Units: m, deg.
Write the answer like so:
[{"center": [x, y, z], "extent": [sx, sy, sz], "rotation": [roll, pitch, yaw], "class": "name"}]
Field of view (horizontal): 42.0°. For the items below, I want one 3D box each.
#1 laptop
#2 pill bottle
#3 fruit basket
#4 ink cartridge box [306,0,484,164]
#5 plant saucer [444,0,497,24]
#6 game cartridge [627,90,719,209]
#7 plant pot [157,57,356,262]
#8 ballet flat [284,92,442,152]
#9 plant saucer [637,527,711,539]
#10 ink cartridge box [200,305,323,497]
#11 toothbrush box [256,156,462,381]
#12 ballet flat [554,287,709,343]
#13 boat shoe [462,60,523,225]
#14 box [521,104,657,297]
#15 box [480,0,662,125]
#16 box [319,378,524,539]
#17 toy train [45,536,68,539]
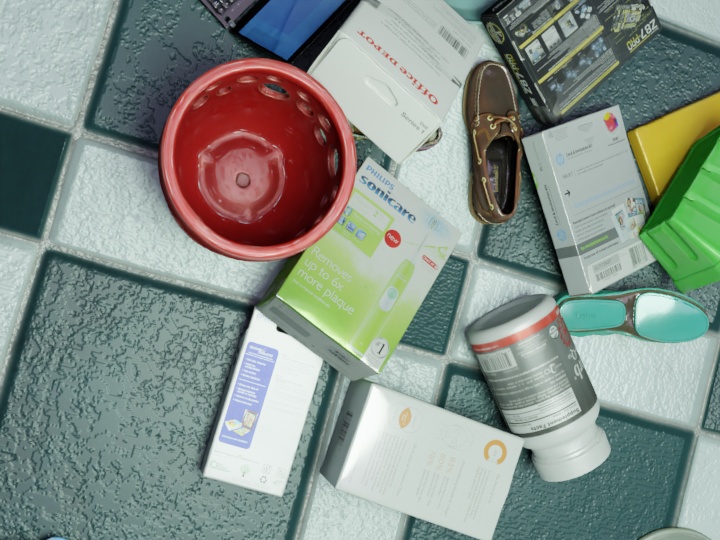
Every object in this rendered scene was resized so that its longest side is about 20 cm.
[{"center": [-0.101, -0.358, 1.053], "extent": [0.177, 0.103, 0.200], "rotation": [-47, 107, -11], "class": "laptop"}, {"center": [0.217, 0.141, 1.124], "extent": [0.115, 0.116, 0.202], "rotation": [-27, 96, -13], "class": "pill bottle"}, {"center": [0.470, -0.053, 1.151], "extent": [0.212, 0.156, 0.219], "rotation": [2, 79, -9], "class": "fruit basket"}, {"center": [0.042, -0.237, 1.047], "extent": [0.146, 0.084, 0.201], "rotation": [40, 44, -10], "class": "ink cartridge box"}, {"center": [0.133, -0.399, 1.148], "extent": [0.197, 0.036, 0.203], "rotation": [0, 89, -15], "class": "plant saucer"}, {"center": [0.466, -0.137, 1.235], "extent": [0.198, 0.032, 0.178], "rotation": [-23, 95, -11], "class": "game cartridge"}, {"center": [-0.118, -0.110, 1.007], "extent": [0.197, 0.182, 0.204], "rotation": [0, 90, -13], "class": "plant pot"}, {"center": [0.005, -0.181, 1.096], "extent": [0.197, 0.071, 0.070], "rotation": [11, 90, -13], "class": "ballet flat"}, {"center": [0.411, 0.437, 1.205], "extent": [0.197, 0.050, 0.203], "rotation": [0, 90, -14], "class": "plant saucer"}, {"center": [-0.108, 0.149, 1.082], "extent": [0.098, 0.039, 0.203], "rotation": [19, 86, -14], "class": "ink cartridge box"}, {"center": [0.000, 0.000, 1.065], "extent": [0.145, 0.086, 0.201], "rotation": [38, 66, -11], "class": "toothbrush box"}, {"center": [0.331, 0.050, 1.172], "extent": [0.197, 0.070, 0.068], "rotation": [3, 100, -2], "class": "ballet flat"}, {"center": [0.167, -0.157, 1.138], "extent": [0.069, 0.070, 0.203], "rotation": [-4, 89, -13], "class": "boat shoe"}, {"center": [0.289, -0.088, 1.155], "extent": [0.155, 0.041, 0.203], "rotation": [-22, 97, -36], "class": "box"}, {"center": [0.263, -0.305, 1.154], "extent": [0.200, 0.049, 0.162], "rotation": [-42, 114, -11], "class": "box"}, {"center": [0.070, 0.218, 1.096], "extent": [0.198, 0.097, 0.126], "rotation": [22, 84, -12], "class": "box"}, {"center": [-0.302, 0.374, 1.011], "extent": [0.199, 0.087, 0.115], "rotation": [33, 91, -14], "class": "toy train"}]
